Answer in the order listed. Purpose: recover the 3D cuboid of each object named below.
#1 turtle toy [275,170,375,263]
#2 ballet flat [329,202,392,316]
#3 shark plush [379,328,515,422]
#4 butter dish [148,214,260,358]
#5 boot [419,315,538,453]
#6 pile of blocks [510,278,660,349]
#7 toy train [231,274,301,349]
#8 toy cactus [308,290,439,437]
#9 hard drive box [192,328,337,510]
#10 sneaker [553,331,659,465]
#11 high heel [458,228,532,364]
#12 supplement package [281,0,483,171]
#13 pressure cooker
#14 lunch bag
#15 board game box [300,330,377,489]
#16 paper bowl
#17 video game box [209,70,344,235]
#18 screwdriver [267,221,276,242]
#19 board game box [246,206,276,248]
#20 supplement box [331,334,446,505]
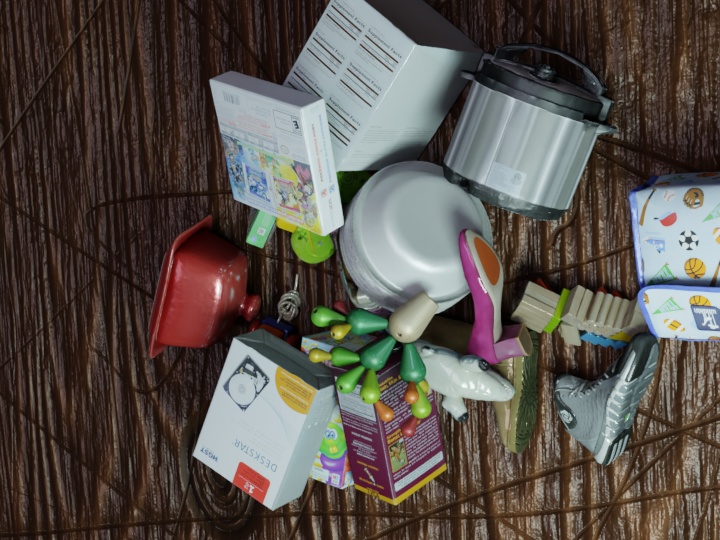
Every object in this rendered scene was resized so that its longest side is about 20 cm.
[{"bbox_3d":[-0.045,-0.087,1.771,0.145,0.101,0.200,19,122,-11],"label":"turtle toy"},{"bbox_3d":[0.000,0.000,1.724,0.069,0.071,0.200,-14,123,10],"label":"ballet flat"},{"bbox_3d":[0.104,0.130,1.637,0.199,0.083,0.091,17,108,28],"label":"shark plush"},{"bbox_3d":[-0.224,0.037,1.886,0.147,0.199,0.201,17,106,6],"label":"butter dish"},{"bbox_3d":[0.145,0.152,1.709,0.199,0.066,0.176,4,86,32],"label":"boot"},{"bbox_3d":[0.297,0.054,1.606,0.199,0.082,0.062,13,60,22],"label":"pile of blocks"},{"bbox_3d":[-0.150,0.105,1.859,0.084,0.116,0.201,21,107,25],"label":"toy train"},{"bbox_3d":[0.035,0.097,1.572,0.200,0.102,0.165,44,92,7],"label":"toy cactus"},{"bbox_3d":[-0.131,0.209,1.754,0.156,0.077,0.201,29,111,23],"label":"hard drive box"},{"bbox_3d":[0.301,0.146,1.583,0.115,0.075,0.201,34,126,32],"label":"sneaker"},{"bbox_3d":[0.143,0.039,1.595,0.096,0.067,0.200,-11,114,32],"label":"high heel"},{"bbox_3d":[0.023,-0.255,1.659,0.147,0.191,0.200,44,116,22],"label":"supplement package"},{"bbox_3d":[0.213,-0.180,1.549,0.179,0.175,0.201,41,117,55],"label":"pressure cooker"},{"bbox_3d":[0.420,-0.011,1.473,0.170,0.124,0.201,1,106,33],"label":"lunch bag"},{"bbox_3d":[-0.027,0.197,1.798,0.103,0.105,0.201,14,104,32],"label":"board game box"},{"bbox_3d":[0.080,-0.048,1.631,0.201,0.200,0.104,65,156,9],"label":"paper bowl"},{"bbox_3d":[-0.111,-0.157,1.638,0.200,0.047,0.183,24,131,43],"label":"video game box"},{"bbox_3d":[-0.104,-0.131,1.854,0.029,0.028,0.200,29,110,-4],"label":"screwdriver"},{"bbox_3d":[-0.114,-0.147,1.805,0.029,0.135,0.200,22,113,-12],"label":"board game box"},{"bbox_3d":[0.041,0.205,1.711,0.085,0.110,0.201,13,122,45],"label":"supplement box"}]
